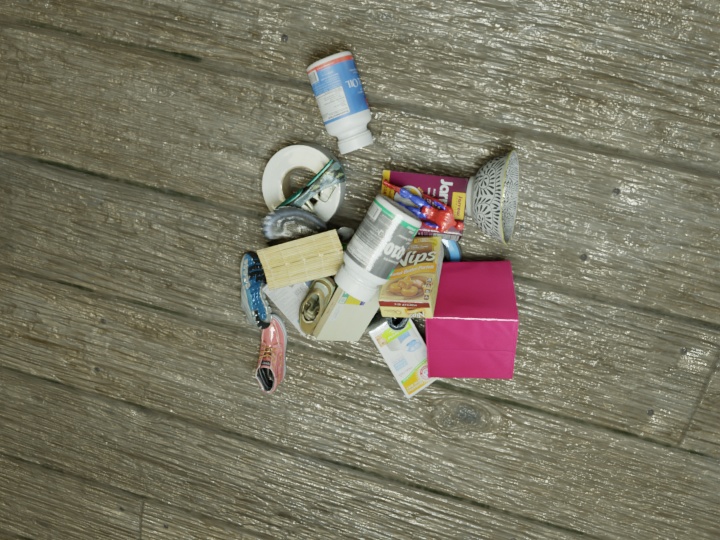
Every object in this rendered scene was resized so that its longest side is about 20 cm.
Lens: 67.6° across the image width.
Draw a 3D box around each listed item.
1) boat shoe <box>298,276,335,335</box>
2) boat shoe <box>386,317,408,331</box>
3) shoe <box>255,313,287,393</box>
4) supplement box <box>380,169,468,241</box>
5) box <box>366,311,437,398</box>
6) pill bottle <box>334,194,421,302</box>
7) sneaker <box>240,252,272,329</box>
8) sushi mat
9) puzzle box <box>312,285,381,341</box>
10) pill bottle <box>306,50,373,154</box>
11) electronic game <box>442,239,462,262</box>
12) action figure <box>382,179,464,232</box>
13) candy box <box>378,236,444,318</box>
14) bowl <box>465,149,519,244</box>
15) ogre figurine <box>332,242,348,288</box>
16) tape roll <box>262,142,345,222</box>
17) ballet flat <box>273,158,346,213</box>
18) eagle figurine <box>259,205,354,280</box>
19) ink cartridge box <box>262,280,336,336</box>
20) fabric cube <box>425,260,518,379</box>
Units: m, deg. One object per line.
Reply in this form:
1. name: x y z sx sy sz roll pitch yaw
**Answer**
1. boat shoe: -0.118 0.097 1.279 0.070 0.077 0.202 25 135 6
2. boat shoe: 0.111 0.043 1.256 0.069 0.091 0.205 16 84 5
3. shoe: -0.242 0.226 1.454 0.070 0.091 0.205 2 108 9
4. supplement box: 0.142 -0.148 1.242 0.195 0.103 0.135 6 88 8
5. box: 0.108 0.199 1.362 0.111 0.101 0.203 -30 100 -1
6. pill bottle: 0.033 -0.044 1.122 0.112 0.113 0.202 31 104 -1
7. sneaker: -0.295 0.055 1.425 0.085 0.074 0.205 -1 97 43
8. sushi mat: -0.129 -0.022 1.197 0.195 0.012 0.098 -13 99 13
9. puzzle box: -0.017 0.088 1.279 0.131 0.026 0.202 8 124 -37
10. pill bottle: -0.039 -0.375 1.217 0.110 0.112 0.204 -16 105 15
11. electronic game: 0.153 -0.025 1.329 0.195 0.042 0.205 3 108 10
12. action figure: 0.134 -0.134 1.167 0.197 0.052 0.067 26 97 9
13. candy box: 0.115 0.011 1.188 0.113 0.203 0.056 1 136 18
14. bowl: 0.288 -0.163 1.192 0.092 0.200 0.206 6 109 24
15. ogre figurine: 0.000 0.000 1.336 0.195 0.098 0.123 8 105 5
16. tape roll: -0.136 -0.204 1.310 0.197 0.071 0.208 3 108 9
17. ballet flat: -0.114 -0.171 1.245 0.198 0.074 0.075 -36 98 21
18. eagle figurine: -0.126 -0.066 1.253 0.198 0.151 0.153 36 118 11
19. ink cartridge box: -0.157 0.049 1.373 0.200 0.077 0.136 48 128 -8
20. fabric cube: 0.251 0.114 1.244 0.194 0.198 0.203 -1 130 9
